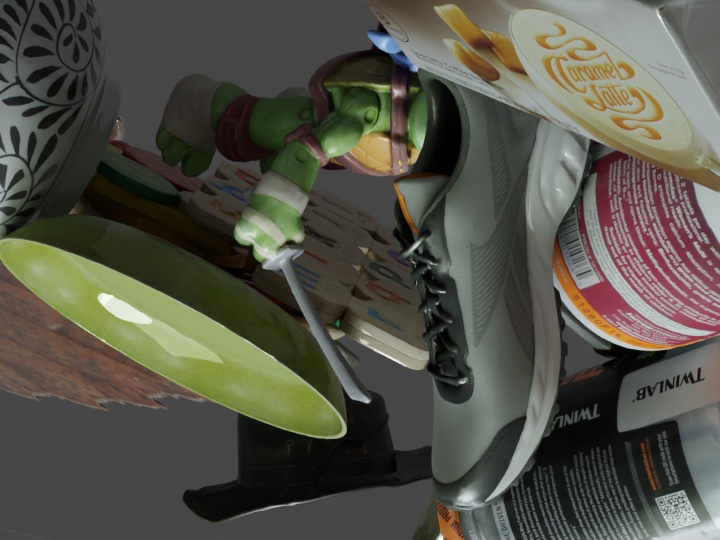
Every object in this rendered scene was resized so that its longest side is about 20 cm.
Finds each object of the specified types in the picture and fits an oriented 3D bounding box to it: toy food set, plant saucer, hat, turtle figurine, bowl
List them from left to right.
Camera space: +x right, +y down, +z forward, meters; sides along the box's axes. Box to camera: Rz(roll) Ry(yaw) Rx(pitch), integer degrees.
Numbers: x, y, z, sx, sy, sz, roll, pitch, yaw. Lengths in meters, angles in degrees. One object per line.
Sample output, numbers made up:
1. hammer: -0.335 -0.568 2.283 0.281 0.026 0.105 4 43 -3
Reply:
1. bowl: -0.185 -0.079 0.927 0.094 0.202 0.200 27 160 -21
2. plant saucer: -0.090 0.024 0.900 0.198 0.031 0.200 25 164 7
3. toy food set: -0.083 -0.017 1.020 0.199 0.049 0.198 28 -171 -11
4. hat: -0.038 0.123 1.317 0.198 0.082 0.201 -10 -175 1
5. turtle figurine: -0.010 -0.030 0.869 0.193 0.143 0.202 18 135 52

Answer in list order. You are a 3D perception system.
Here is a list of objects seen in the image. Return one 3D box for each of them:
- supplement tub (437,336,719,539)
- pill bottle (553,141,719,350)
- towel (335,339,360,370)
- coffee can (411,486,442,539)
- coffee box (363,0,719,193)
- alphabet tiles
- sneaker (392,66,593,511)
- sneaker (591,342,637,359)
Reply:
1. supplement tub: 0.140 0.105 0.892 0.199 0.123 0.122 -24 128 40
2. pill bottle: 0.162 -0.035 0.727 0.109 0.110 0.200 32 158 -14
3. towel: -0.120 0.028 1.304 0.200 0.035 0.192 39 156 -28
4. coffee can: 0.149 0.184 1.189 0.199 0.147 0.146 28 159 -2
5. coffee box: 0.078 -0.108 0.630 0.199 0.080 0.114 30 167 46
6. alphabet tiles: 0.000 0.000 0.969 0.194 0.015 0.200 28 -164 -2
7. sneaker: 0.045 0.001 0.760 0.079 0.203 0.074 4 -177 -24
8. sneaker: 0.170 0.027 0.947 0.075 0.071 0.200 -6 148 21
